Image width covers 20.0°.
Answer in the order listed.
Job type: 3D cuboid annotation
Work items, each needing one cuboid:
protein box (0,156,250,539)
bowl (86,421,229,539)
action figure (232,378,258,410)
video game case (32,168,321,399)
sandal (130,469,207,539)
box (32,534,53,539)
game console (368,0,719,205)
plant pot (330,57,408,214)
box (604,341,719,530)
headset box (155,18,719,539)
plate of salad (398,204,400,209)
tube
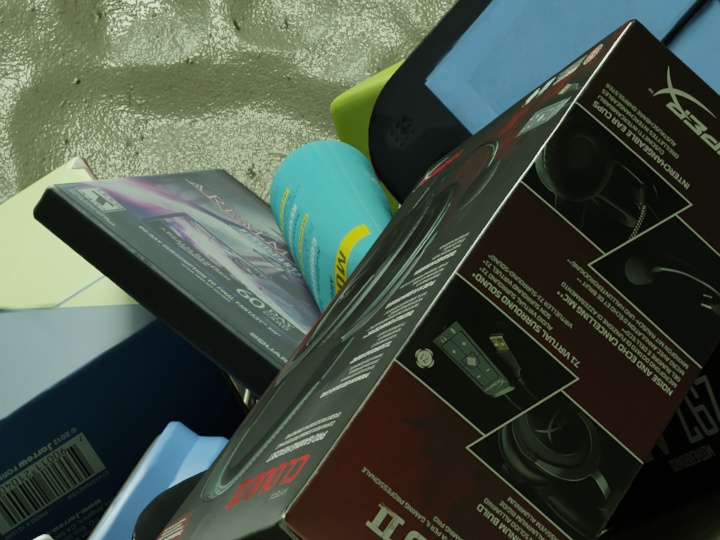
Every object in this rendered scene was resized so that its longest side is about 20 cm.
[{"bbox_3d":[-0.143,0.101,0.917,0.198,0.201,0.135,-33,40,-7],"label":"protein box"},{"bbox_3d":[-0.108,0.143,0.762,0.202,0.039,0.201,-56,2,3],"label":"bowl"},{"bbox_3d":[-0.061,0.151,1.371,0.118,0.102,0.201,-5,50,20],"label":"action figure"},{"bbox_3d":[-0.042,0.007,0.868,0.019,0.142,0.200,-55,-10,14],"label":"video game case"},{"bbox_3d":[0.002,0.072,0.696,0.199,0.076,0.043,-20,-45,-37],"label":"sandal"},{"bbox_3d":[-0.144,0.166,0.535,0.124,0.098,0.200,-31,-2,-42],"label":"box"},{"bbox_3d":[0.105,-0.072,0.781,0.200,0.177,0.031,-48,-41,12],"label":"game console"},{"bbox_3d":[0.139,-0.050,0.963,0.199,0.200,0.181,-29,3,-38],"label":"plant pot"},{"bbox_3d":[0.165,0.002,0.651,0.199,0.044,0.160,-32,-3,-32],"label":"box"},{"bbox_3d":[0.022,0.043,0.590,0.201,0.077,0.149,-52,8,-24],"label":"headset box"},{"bbox_3d":[0.100,-0.023,0.824,0.199,0.202,0.048,-34,-31,26],"label":"plate of salad"},{"bbox_3d":[0.000,0.000,0.830,0.050,0.078,0.200,-14,22,-5],"label":"tube"}]
